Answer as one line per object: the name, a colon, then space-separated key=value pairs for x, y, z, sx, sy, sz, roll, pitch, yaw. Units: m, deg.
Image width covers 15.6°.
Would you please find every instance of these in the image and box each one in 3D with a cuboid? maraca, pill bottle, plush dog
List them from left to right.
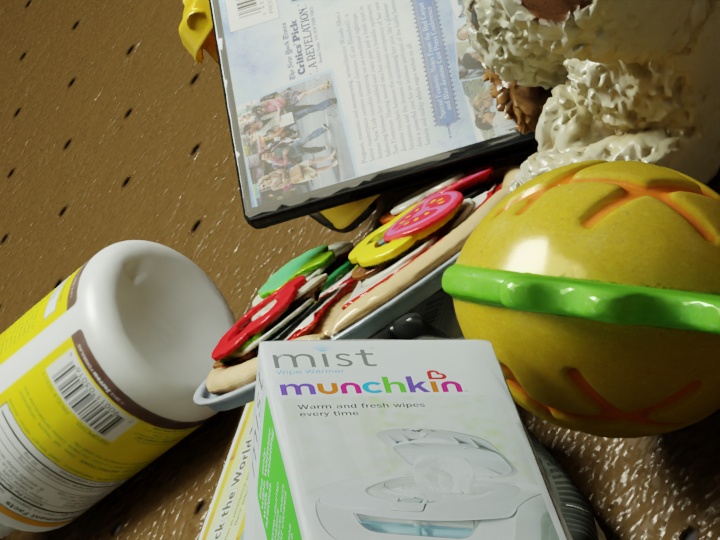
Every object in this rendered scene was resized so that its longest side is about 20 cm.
pill bottle: x=-0.163 y=0.075 z=1.469 sx=0.200 sy=0.109 sz=0.110 roll=-37 pitch=30 yaw=37
plush dog: x=0.102 y=-0.120 z=1.140 sx=0.160 sy=0.201 sz=0.172 roll=-27 pitch=43 yaw=-20
maraca: x=0.101 y=0.012 z=0.999 sx=0.200 sy=0.136 sz=0.108 roll=-153 pitch=66 yaw=-86

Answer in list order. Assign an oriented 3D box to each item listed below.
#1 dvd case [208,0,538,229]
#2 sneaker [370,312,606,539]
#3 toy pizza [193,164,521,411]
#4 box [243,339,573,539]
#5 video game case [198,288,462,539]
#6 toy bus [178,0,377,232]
dvd case: x=0.027 y=-0.111 z=1.272 sx=0.199 sy=0.018 sz=0.143 roll=-15 pitch=68 yaw=13
sneaker: x=0.041 y=0.075 z=1.081 sx=0.066 sy=0.091 sz=0.200 roll=-30 pitch=24 yaw=-2
toy pizza: x=0.000 y=0.000 z=1.241 sx=0.200 sy=0.032 sz=0.200 roll=-33 pitch=7 yaw=4
box: x=0.013 y=0.151 z=0.937 sx=0.177 sy=0.096 sz=0.201 roll=-109 pitch=22 yaw=-61
video game case: x=-0.013 y=0.089 z=1.270 sx=0.182 sy=0.023 sz=0.201 roll=-26 pitch=38 yaw=49
toy bus: x=-0.036 y=-0.138 z=1.387 sx=0.136 sy=0.192 sz=0.200 roll=-47 pitch=16 yaw=14
